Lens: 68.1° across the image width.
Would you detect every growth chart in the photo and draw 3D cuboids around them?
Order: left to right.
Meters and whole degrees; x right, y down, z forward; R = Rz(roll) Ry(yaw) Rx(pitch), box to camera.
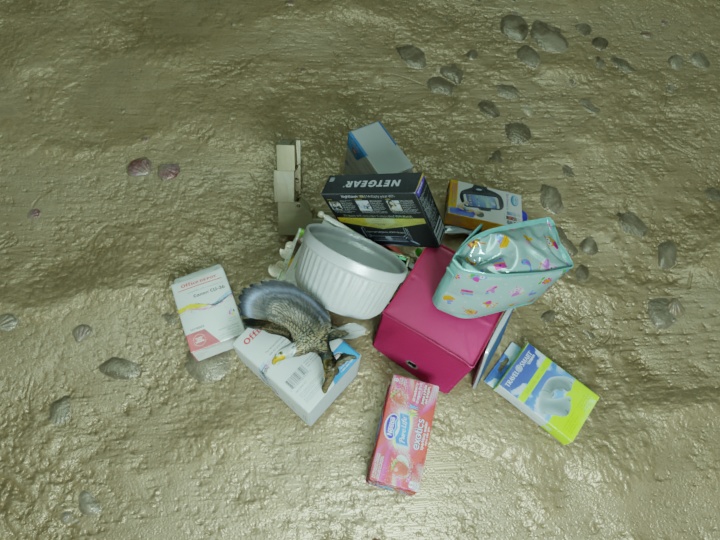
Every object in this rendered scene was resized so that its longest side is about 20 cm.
[{"bbox_3d":[-0.090,-0.018,1.065,0.145,0.018,0.200,35,96,-12],"label":"growth chart"}]

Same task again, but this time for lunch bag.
[{"bbox_3d":[0.228,0.001,0.924,0.200,0.170,0.122,-10,65,-12],"label":"lunch bag"}]

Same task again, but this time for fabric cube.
[{"bbox_3d":[0.162,0.098,1.077,0.196,0.199,0.200,32,66,10],"label":"fabric cube"}]

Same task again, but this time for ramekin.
[{"bbox_3d":[-0.025,0.003,0.971,0.200,0.200,0.105,27,106,9],"label":"ramekin"}]

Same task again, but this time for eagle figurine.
[{"bbox_3d":[-0.107,0.103,0.908,0.200,0.151,0.152,45,111,16],"label":"eagle figurine"}]

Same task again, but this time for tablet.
[{"bbox_3d":[0.261,0.151,1.058,0.014,0.200,0.130,26,65,19],"label":"tablet"}]

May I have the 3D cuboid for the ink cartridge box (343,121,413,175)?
[{"bbox_3d":[0.033,-0.214,1.222,0.085,0.200,0.145,-25,69,-19],"label":"ink cartridge box"}]

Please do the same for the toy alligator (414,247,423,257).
[{"bbox_3d":[0.208,0.013,1.206,0.200,0.059,0.054,41,28,15],"label":"toy alligator"}]

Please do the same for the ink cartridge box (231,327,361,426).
[{"bbox_3d":[-0.123,0.175,1.049,0.200,0.145,0.147,40,69,14],"label":"ink cartridge box"}]

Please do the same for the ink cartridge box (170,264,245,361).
[{"bbox_3d":[-0.324,0.074,1.128,0.116,0.068,0.200,-20,67,-13],"label":"ink cartridge box"}]

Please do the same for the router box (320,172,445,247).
[{"bbox_3d":[0.046,-0.113,1.024,0.200,0.157,0.052,5,57,30],"label":"router box"}]

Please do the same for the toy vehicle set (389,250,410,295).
[{"bbox_3d":[0.000,0.000,1.202,0.200,0.027,0.125,16,69,5],"label":"toy vehicle set"}]

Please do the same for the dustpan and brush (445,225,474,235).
[{"bbox_3d":[0.279,-0.089,1.253,0.199,0.057,0.140,-4,64,-6],"label":"dustpan and brush"}]

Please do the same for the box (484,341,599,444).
[{"bbox_3d":[0.374,0.246,1.105,0.200,0.048,0.122,38,67,13],"label":"box"}]

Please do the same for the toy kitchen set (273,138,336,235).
[{"bbox_3d":[-0.097,-0.200,1.230,0.180,0.200,0.163,2,23,0],"label":"toy kitchen set"}]

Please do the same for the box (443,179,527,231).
[{"bbox_3d":[0.299,-0.142,1.248,0.199,0.042,0.119,11,50,1],"label":"box"}]

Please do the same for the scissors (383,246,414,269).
[{"bbox_3d":[0.101,-0.032,1.239,0.200,0.014,0.073,27,64,10],"label":"scissors"}]

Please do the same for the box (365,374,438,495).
[{"bbox_3d":[0.080,0.315,1.021,0.095,0.100,0.200,15,65,3],"label":"box"}]
